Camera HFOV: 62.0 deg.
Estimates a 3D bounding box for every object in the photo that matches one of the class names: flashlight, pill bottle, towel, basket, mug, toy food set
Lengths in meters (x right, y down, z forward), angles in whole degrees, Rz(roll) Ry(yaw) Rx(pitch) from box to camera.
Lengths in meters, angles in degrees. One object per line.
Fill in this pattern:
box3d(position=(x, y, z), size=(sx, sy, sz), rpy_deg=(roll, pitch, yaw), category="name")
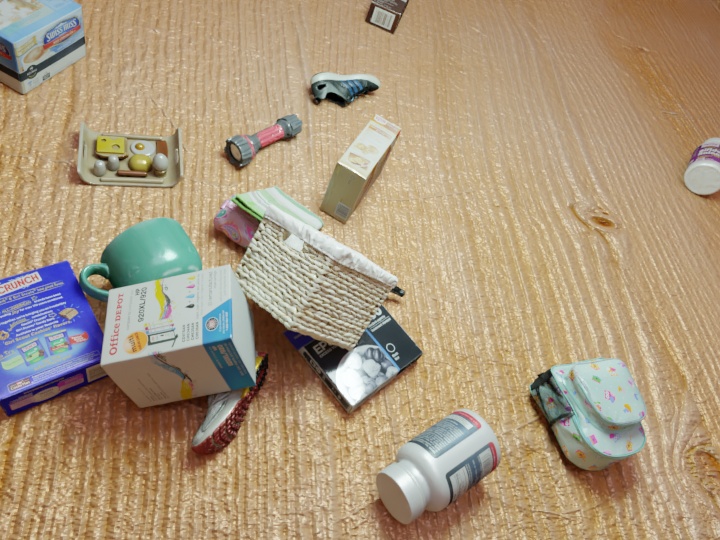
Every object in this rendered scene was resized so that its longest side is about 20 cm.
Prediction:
box3d(position=(-0.215, -0.303, 1.369), size=(0.068, 0.068, 0.200), rpy_deg=(44, 54, 14), category="flashlight")
box3d(position=(1.071, -0.327, 1.840), size=(0.112, 0.113, 0.200), rpy_deg=(36, 51, 7), category="pill bottle")
box3d(position=(-0.159, -0.120, 1.215), size=(0.149, 0.031, 0.200), rpy_deg=(33, 16, 4), category="towel")
box3d(position=(-0.082, 0.015, 1.050), size=(0.198, 0.162, 0.200), rpy_deg=(32, 2, 38), category="basket")
box3d(position=(0.129, 0.330, 1.011), size=(0.199, 0.120, 0.120), rpy_deg=(-22, 66, -32), category="pill bottle")
box3d(position=(-0.367, 0.009, 1.043), size=(0.185, 0.152, 0.115), rpy_deg=(-35, 74, -6), category="mug")
box3d(position=(-0.472, -0.247, 1.237), size=(0.198, 0.061, 0.144), rpy_deg=(0, 56, -21), category="toy food set")

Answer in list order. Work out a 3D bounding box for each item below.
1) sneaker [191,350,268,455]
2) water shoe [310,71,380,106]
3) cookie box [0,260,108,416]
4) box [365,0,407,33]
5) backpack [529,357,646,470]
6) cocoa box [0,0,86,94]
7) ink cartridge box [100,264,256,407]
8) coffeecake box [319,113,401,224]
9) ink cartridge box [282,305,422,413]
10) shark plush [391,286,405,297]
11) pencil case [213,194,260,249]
box3d(position=(-0.227, 0.215, 1.000), size=(0.082, 0.078, 0.201), rpy_deg=(16, 47, 10), category="sneaker")
box3d(position=(-0.038, -0.465, 1.566), size=(0.199, 0.071, 0.080), rpy_deg=(-6, 86, -26), category="water shoe")
box3d(position=(-0.514, 0.102, 0.961), size=(0.170, 0.075, 0.201), rpy_deg=(-21, 66, -31), category="cookie box")
box3d(position=(0.093, -0.829, 1.860), size=(0.100, 0.075, 0.201), rpy_deg=(22, 49, -4), category="box")
box3d(position=(0.453, 0.273, 1.156), size=(0.175, 0.153, 0.201), rpy_deg=(-2, 63, -28), category="backpack")
box3d(position=(-0.712, -0.505, 1.286), size=(0.133, 0.132, 0.200), rpy_deg=(30, 51, 3), category="cocoa box")
box3d(position=(-0.282, 0.106, 0.954), size=(0.198, 0.145, 0.148), rpy_deg=(-12, 51, 0), category="ink cartridge box")
box3d(position=(0.000, -0.228, 1.340), size=(0.073, 0.154, 0.200), rpy_deg=(30, 51, 2), category="coffeecake box")
box3d(position=(-0.012, 0.138, 1.145), size=(0.198, 0.043, 0.200), rpy_deg=(-31, 69, -35), category="ink cartridge box")
box3d(position=(0.000, 0.000, 1.228), size=(0.198, 0.083, 0.092), rpy_deg=(10, 91, -7), category="shark plush")
box3d(position=(-0.193, -0.069, 1.199), size=(0.199, 0.088, 0.088), rpy_deg=(34, 51, 6), category="pencil case")
